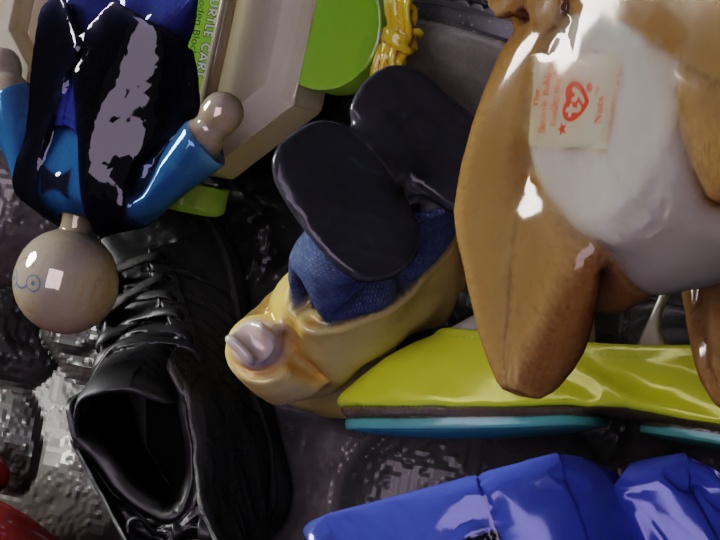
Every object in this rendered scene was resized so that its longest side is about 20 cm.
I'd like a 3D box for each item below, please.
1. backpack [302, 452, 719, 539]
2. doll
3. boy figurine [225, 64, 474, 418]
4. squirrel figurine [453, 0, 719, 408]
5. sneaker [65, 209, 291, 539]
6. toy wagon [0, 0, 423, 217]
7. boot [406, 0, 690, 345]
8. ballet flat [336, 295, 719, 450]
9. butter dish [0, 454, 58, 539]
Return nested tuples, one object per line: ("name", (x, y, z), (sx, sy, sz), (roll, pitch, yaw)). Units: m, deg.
("backpack", (0.077, 0.168, 0.718), (0.167, 0.162, 0.200), (-17, 77, 13))
("doll", (-0.097, -0.076, 0.794), (0.136, 0.048, 0.201), (8, 91, 39))
("boy figurine", (0.000, 0.000, 0.763), (0.124, 0.200, 0.064), (-39, 81, -18))
("squirrel figurine", (0.128, -0.054, 0.664), (0.142, 0.186, 0.200), (-45, 53, 38))
("sneaker", (-0.076, 0.042, 0.817), (0.060, 0.104, 0.200), (-25, 75, 15))
("toy wagon", (-0.060, -0.100, 0.825), (0.200, 0.040, 0.156), (14, 95, 28))
("boot", (0.067, -0.025, 0.802), (0.200, 0.068, 0.131), (20, 95, 22))
("ballet flat", (0.093, 0.032, 0.746), (0.199, 0.067, 0.067), (4, 84, 12))
("butter dish", (-0.174, 0.132, 0.818), (0.199, 0.200, 0.148), (4, 60, 20))
